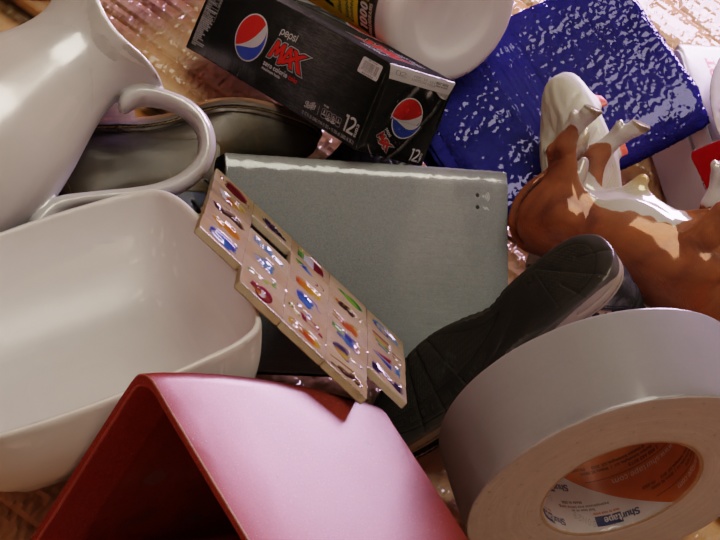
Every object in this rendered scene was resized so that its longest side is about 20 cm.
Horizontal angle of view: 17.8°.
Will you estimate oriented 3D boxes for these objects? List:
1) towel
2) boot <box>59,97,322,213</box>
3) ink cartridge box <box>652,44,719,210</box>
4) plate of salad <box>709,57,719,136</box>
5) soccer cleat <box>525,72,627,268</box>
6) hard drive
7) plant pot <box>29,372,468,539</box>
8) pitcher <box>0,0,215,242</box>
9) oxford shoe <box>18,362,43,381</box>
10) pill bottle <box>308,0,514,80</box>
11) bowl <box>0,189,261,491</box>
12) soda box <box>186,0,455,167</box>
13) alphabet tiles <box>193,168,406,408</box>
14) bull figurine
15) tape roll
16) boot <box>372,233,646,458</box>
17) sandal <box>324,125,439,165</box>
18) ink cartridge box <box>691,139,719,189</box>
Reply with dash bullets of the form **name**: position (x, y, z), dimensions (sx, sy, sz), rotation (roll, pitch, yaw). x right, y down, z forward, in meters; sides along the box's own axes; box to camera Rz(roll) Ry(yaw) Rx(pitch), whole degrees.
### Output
- **towel**: position (0.134, -0.118, 1.658), dimensions (0.199, 0.050, 0.148), rotation (-26, 67, -12)
- **boot**: position (-0.115, -0.059, 1.538), dimensions (0.198, 0.075, 0.098), rotation (-1, 69, -22)
- **ink cartridge box**: position (0.324, -0.087, 1.731), dimensions (0.198, 0.084, 0.146), rotation (2, 53, -23)
- **plate of salad**: position (0.348, -0.105, 1.667), dimensions (0.198, 0.048, 0.201), rotation (12, 50, -14)
- **soccer cleat**: position (0.145, -0.034, 1.571), dimensions (0.077, 0.069, 0.202), rotation (-12, 92, -17)
- **hard drive**: position (0.000, 0.000, 1.506), dimensions (0.198, 0.033, 0.141), rotation (3, 83, -19)
- **plant pot**: position (-0.048, 0.179, 1.284), dimensions (0.175, 0.200, 0.201), rotation (-10, 57, -44)
- **pitcher**: position (-0.206, -0.076, 1.434), dimensions (0.200, 0.121, 0.172), rotation (-41, 78, -13)
- **oxford shoe**: position (-0.117, 0.081, 1.396), dimensions (0.198, 0.075, 0.071), rotation (13, 50, -3)
- **pill bottle**: position (0.013, -0.223, 1.656), dimensions (0.112, 0.113, 0.200), rotation (-12, 33, -31)
- **bowl**: position (-0.165, 0.047, 1.338), dimensions (0.198, 0.075, 0.200), rotation (-19, 37, -15)
- **soda box**: position (-0.029, -0.140, 1.567), dimensions (0.070, 0.064, 0.200), rotation (11, 17, -45)
- **alphabet tiles**: position (-0.033, 0.017, 1.379), dimensions (0.167, 0.008, 0.200), rotation (43, 11, -10)
- **bull figurine**: position (0.197, -0.024, 1.502), dimensions (0.199, 0.122, 0.065), rotation (23, 11, 6)
- **tape roll**: position (0.151, 0.108, 1.413), dimensions (0.199, 0.201, 0.067), rotation (0, 52, -23)
- **boot**: position (0.117, 0.080, 1.486), dimensions (0.150, 0.200, 0.073), rotation (41, 13, -40)
- **sandal**: position (0.001, -0.057, 1.585), dimensions (0.075, 0.045, 0.201), rotation (27, 53, 8)
- **ink cartridge box**: position (0.301, -0.014, 1.543), dimensions (0.084, 0.199, 0.177), rotation (-29, 94, -39)
